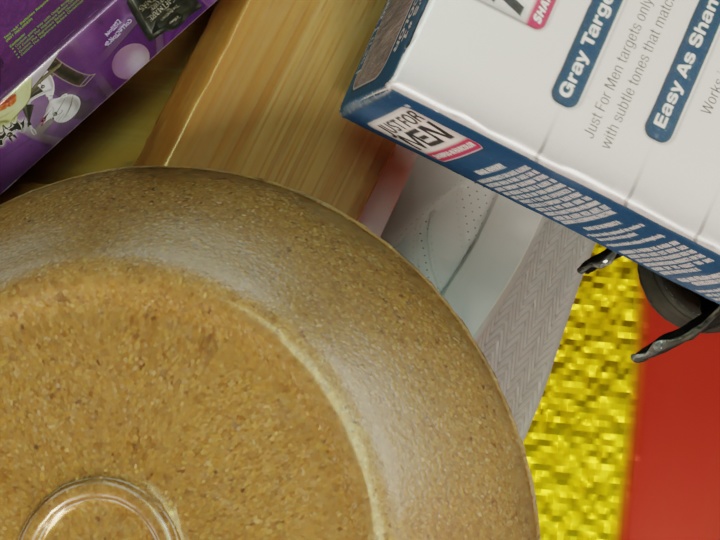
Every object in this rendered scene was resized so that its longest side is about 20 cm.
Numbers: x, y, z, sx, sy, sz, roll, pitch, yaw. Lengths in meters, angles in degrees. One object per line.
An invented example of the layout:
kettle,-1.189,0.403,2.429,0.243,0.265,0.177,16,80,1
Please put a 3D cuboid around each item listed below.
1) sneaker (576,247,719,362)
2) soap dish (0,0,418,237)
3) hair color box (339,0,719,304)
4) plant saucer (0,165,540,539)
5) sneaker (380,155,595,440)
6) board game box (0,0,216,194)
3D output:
sneaker,0.148,-0.030,0.809,0.199,0.104,0.060,-29,83,-10
soap dish,-0.075,-0.053,0.795,0.199,0.081,0.158,9,64,40
hair color box,0.106,-0.044,0.720,0.199,0.060,0.101,26,81,-11
plant saucer,-0.057,0.071,0.666,0.199,0.035,0.202,-2,81,15
sneaker,0.000,0.000,0.830,0.115,0.074,0.201,16,70,23
board game box,-0.082,-0.092,0.751,0.200,0.032,0.120,-41,47,3
